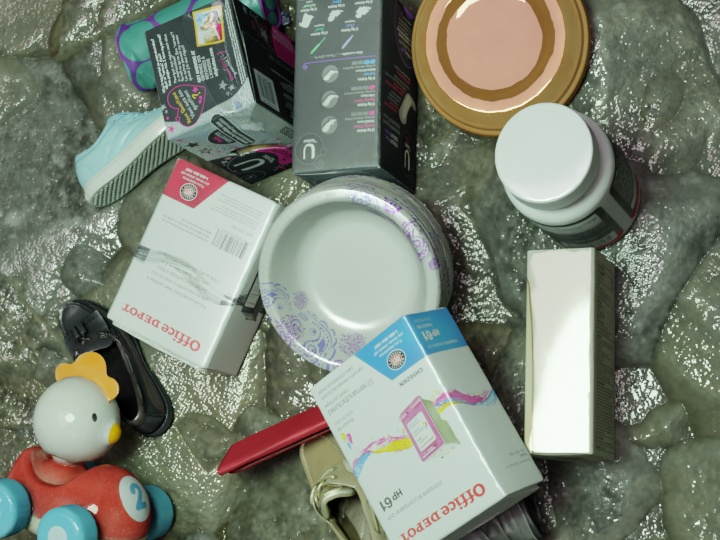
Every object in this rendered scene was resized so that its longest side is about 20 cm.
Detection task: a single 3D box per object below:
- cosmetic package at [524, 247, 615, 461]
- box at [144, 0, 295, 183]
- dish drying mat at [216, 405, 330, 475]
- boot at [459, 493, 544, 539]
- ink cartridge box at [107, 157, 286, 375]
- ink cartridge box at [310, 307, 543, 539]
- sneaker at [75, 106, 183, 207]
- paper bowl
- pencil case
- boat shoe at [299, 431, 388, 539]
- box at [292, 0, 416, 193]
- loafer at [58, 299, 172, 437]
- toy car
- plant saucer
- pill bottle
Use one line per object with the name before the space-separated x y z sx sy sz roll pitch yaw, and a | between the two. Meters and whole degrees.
cosmetic package | 0.211 0.086 1.476 0.072 0.103 0.203 -3 78 22
box | -0.132 -0.191 1.614 0.113 0.200 0.134 -20 73 19
dish drying mat | -0.061 0.168 1.589 0.198 0.077 0.018 -27 101 16
boot | 0.130 0.291 1.487 0.131 0.070 0.202 -28 72 16
ink cartridge box | -0.173 -0.002 1.659 0.144 0.083 0.202 25 90 24
ink cartridge box | 0.063 0.161 1.443 0.144 0.084 0.202 -39 73 30
sneaker | -0.260 -0.164 1.731 0.199 0.074 0.083 -35 72 11
paper bowl | 0.000 0.000 1.555 0.198 0.104 0.204 5 108 17
pencil case | -0.187 -0.283 1.718 0.198 0.086 0.093 -21 35 18
boat shoe | -0.017 0.233 1.535 0.073 0.064 0.200 -55 45 18
box | -0.004 -0.191 1.605 0.105 0.122 0.203 -3 78 21
loafer | -0.289 0.105 1.696 0.072 0.063 0.200 -44 68 8
toy car | -0.296 0.193 1.599 0.175 0.184 0.203 15 97 24
plant saucer | 0.147 -0.245 1.582 0.197 0.037 0.204 0 90 18
pill bottle | 0.204 -0.093 1.459 0.112 0.200 0.116 -4 78 21
